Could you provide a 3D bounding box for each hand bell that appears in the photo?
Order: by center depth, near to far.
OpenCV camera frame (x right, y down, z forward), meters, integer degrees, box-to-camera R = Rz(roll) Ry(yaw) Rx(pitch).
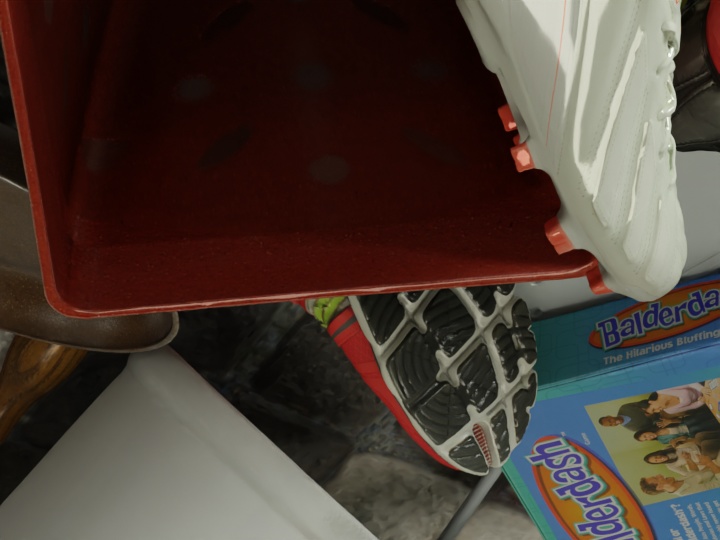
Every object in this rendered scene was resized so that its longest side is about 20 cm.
[{"bbox_3d":[-0.177,0.074,0.896,0.104,0.104,0.200,29,109,-30],"label":"hand bell"}]

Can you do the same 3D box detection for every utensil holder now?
[{"bbox_3d":[-0.100,0.157,0.856,0.200,0.170,0.170,-47,128,-7],"label":"utensil holder"}]

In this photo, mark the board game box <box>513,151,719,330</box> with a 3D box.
[{"bbox_3d":[0.166,0.005,0.832,0.199,0.026,0.200,5,134,3],"label":"board game box"}]

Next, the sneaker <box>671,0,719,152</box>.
[{"bbox_3d":[0.178,-0.091,0.728,0.200,0.071,0.098,-23,172,-41],"label":"sneaker"}]

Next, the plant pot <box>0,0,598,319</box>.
[{"bbox_3d":[-0.020,-0.122,0.661,0.199,0.177,0.200,-5,133,-4],"label":"plant pot"}]

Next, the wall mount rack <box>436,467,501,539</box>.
[{"bbox_3d":[0.122,0.132,0.983,0.174,0.075,0.200,-31,128,24],"label":"wall mount rack"}]

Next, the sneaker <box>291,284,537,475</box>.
[{"bbox_3d":[0.000,0.000,0.806,0.200,0.077,0.085,55,152,-2],"label":"sneaker"}]

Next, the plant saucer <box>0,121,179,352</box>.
[{"bbox_3d":[-0.162,-0.024,0.771,0.200,0.032,0.200,19,159,7],"label":"plant saucer"}]

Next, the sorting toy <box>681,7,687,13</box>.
[{"bbox_3d":[0.101,-0.043,0.851,0.199,0.037,0.185,-5,133,-10],"label":"sorting toy"}]

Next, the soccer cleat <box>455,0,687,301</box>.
[{"bbox_3d":[0.071,-0.068,0.561,0.077,0.069,0.200,-24,128,9],"label":"soccer cleat"}]

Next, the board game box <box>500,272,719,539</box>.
[{"bbox_3d":[0.165,0.071,0.844,0.199,0.045,0.152,-16,129,19],"label":"board game box"}]

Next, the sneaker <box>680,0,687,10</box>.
[{"bbox_3d":[0.089,-0.188,0.689,0.074,0.084,0.201,0,114,-5],"label":"sneaker"}]
